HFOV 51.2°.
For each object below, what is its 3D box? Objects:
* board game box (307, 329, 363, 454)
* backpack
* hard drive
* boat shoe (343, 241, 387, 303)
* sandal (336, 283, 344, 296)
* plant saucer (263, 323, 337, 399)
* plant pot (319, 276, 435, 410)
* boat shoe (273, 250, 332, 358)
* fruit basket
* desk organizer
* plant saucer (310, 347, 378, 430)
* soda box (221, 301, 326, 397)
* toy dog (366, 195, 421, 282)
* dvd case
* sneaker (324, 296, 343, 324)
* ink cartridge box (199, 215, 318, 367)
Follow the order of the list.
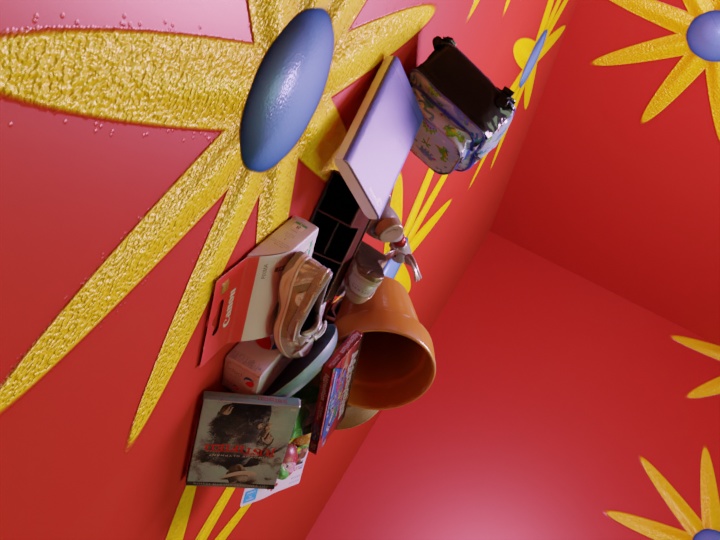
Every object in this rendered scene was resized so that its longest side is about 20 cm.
[{"bbox_3d":[-0.041,0.200,1.227,0.103,0.019,0.201,-48,156,-49],"label":"board game box"},{"bbox_3d":[0.147,-0.257,1.279,0.147,0.183,0.200,-44,170,-10],"label":"backpack"},{"bbox_3d":[0.032,-0.195,1.106,0.132,0.025,0.201,56,49,-48],"label":"hard drive"},{"bbox_3d":[0.000,0.000,1.271,0.067,0.074,0.200,-58,-176,15],"label":"boat shoe"},{"bbox_3d":[-0.027,0.008,1.431,0.082,0.050,0.203,-46,173,0],"label":"sandal"},{"bbox_3d":[-0.111,0.160,1.200,0.200,0.027,0.200,-37,-169,8],"label":"plant saucer"},{"bbox_3d":[0.030,0.114,1.342,0.184,0.199,0.201,-89,-167,-51],"label":"plant pot"},{"bbox_3d":[-0.077,0.061,1.067,0.074,0.065,0.203,-49,158,-43],"label":"boat shoe"},{"bbox_3d":[-0.121,0.297,1.293,0.185,0.093,0.201,6,98,-63],"label":"fruit basket"},{"bbox_3d":[-0.044,-0.052,1.175,0.201,0.071,0.077,-65,165,9],"label":"desk organizer"},{"bbox_3d":[-0.042,0.198,1.417,0.201,0.199,0.035,-57,159,-22],"label":"plant saucer"},{"bbox_3d":[-0.132,0.110,1.174,0.200,0.063,0.068,-48,162,-46],"label":"soda box"},{"bbox_3d":[0.036,-0.061,1.407,0.132,0.096,0.201,-106,173,-51],"label":"toy dog"},{"bbox_3d":[-0.182,0.263,1.145,0.022,0.145,0.201,-102,-154,-49],"label":"dvd case"},{"bbox_3d":[-0.037,0.100,1.536,0.200,0.079,0.079,-36,-162,55],"label":"sneaker"},{"bbox_3d":[-0.137,0.035,1.038,0.200,0.050,0.161,-50,163,-52],"label":"ink cartridge box"}]
